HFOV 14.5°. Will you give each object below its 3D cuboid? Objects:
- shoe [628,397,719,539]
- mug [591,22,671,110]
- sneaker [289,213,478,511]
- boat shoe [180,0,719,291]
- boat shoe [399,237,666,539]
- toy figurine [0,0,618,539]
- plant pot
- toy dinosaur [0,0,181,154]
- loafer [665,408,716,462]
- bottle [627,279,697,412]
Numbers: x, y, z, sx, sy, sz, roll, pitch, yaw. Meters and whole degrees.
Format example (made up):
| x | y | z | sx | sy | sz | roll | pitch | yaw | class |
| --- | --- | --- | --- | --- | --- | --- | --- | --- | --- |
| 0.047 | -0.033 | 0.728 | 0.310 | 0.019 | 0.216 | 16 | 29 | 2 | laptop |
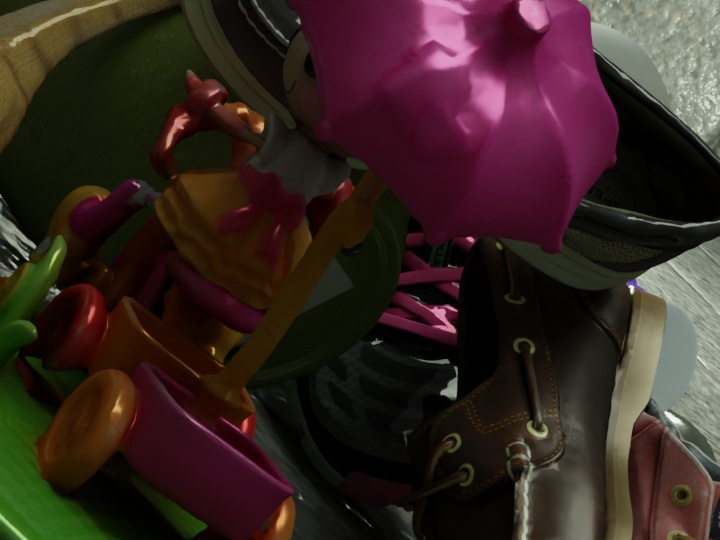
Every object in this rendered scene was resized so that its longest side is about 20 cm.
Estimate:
| x | y | z | sx | sy | sz | roll | pitch | yaw | class |
| --- | --- | --- | --- | --- | --- | --- | --- | --- | --- |
| 0.103 | 0.114 | 0.915 | 0.071 | 0.091 | 0.200 | 33 | 12 | -41 | shoe |
| 0.093 | -0.077 | 1.632 | 0.186 | 0.150 | 0.153 | 39 | 15 | 35 | mug |
| 0.026 | -0.009 | 0.977 | 0.073 | 0.088 | 0.201 | 17 | 47 | 2 | sneaker |
| 0.035 | -0.055 | 0.836 | 0.199 | 0.065 | 0.072 | 32 | 57 | -34 | boat shoe |
| 0.045 | 0.066 | 0.865 | 0.070 | 0.071 | 0.201 | 26 | 37 | -9 | boat shoe |
| -0.015 | -0.013 | 0.737 | 0.150 | 0.184 | 0.200 | 37 | 9 | -22 | toy figurine |
| -0.056 | -0.065 | 0.919 | 0.187 | 0.187 | 0.201 | 33 | 28 | -40 | plant pot |
| -0.116 | -0.052 | 0.799 | 0.106 | 0.061 | 0.200 | 30 | 44 | 12 | toy dinosaur |
| 0.091 | 0.079 | 1.154 | 0.069 | 0.076 | 0.200 | 5 | 22 | -14 | loafer |
| 0.055 | 0.009 | 1.122 | 0.200 | 0.065 | 0.084 | 27 | -36 | 54 | bottle |
